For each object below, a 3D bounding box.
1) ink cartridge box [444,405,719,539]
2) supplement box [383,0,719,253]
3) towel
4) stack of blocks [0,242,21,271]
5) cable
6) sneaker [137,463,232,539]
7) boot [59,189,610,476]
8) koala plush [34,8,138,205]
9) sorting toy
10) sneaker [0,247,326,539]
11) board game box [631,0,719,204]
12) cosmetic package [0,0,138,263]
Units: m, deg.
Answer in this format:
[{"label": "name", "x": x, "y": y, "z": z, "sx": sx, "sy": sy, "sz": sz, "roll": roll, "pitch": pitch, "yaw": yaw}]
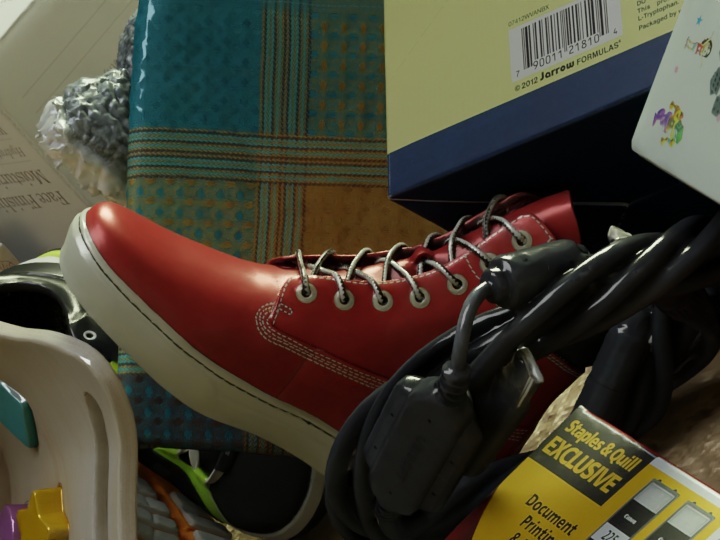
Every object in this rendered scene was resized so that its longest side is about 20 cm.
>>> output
[{"label": "ink cartridge box", "x": 0.100, "y": 0.121, "z": 0.776, "sx": 0.176, "sy": 0.084, "sz": 0.200, "roll": -44, "pitch": 23, "yaw": -7}, {"label": "supplement box", "x": 0.123, "y": -0.123, "z": 1.001, "sx": 0.199, "sy": 0.134, "sz": 0.201, "roll": -21, "pitch": 57, "yaw": 35}, {"label": "towel", "x": -0.025, "y": -0.023, "z": 1.050, "sx": 0.022, "sy": 0.146, "sz": 0.201, "roll": 142, "pitch": 132, "yaw": -75}, {"label": "stack of blocks", "x": -0.214, "y": 0.046, "z": 1.352, "sx": 0.059, "sy": 0.115, "sz": 0.200, "roll": -52, "pitch": 26, "yaw": -23}, {"label": "cable", "x": 0.065, "y": 0.039, "z": 0.906, "sx": 0.163, "sy": 0.051, "sz": 0.200, "roll": -28, "pitch": -22, "yaw": -27}, {"label": "sneaker", "x": -0.106, "y": 0.126, "z": 1.115, "sx": 0.077, "sy": 0.078, "sz": 0.200, "roll": -59, "pitch": 21, "yaw": 10}, {"label": "boot", "x": 0.000, "y": 0.000, "z": 0.958, "sx": 0.144, "sy": 0.200, "sz": 0.073, "roll": -49, "pitch": 24, "yaw": 22}, {"label": "koala plush", "x": -0.029, "y": -0.053, "z": 1.129, "sx": 0.177, "sy": 0.200, "sz": 0.184, "roll": -43, "pitch": 23, "yaw": -5}, {"label": "sorting toy", "x": -0.135, "y": 0.102, "z": 0.989, "sx": 0.180, "sy": 0.106, "sz": 0.201, "roll": -16, "pitch": 73, "yaw": 57}, {"label": "sneaker", "x": -0.099, "y": 0.057, "z": 1.103, "sx": 0.200, "sy": 0.083, "sz": 0.072, "roll": 32, "pitch": 112, "yaw": 31}, {"label": "board game box", "x": 0.192, "y": -0.020, "z": 0.787, "sx": 0.065, "sy": 0.147, "sz": 0.200, "roll": -70, "pitch": 23, "yaw": 10}, {"label": "cosmetic package", "x": -0.124, "y": -0.078, "z": 1.318, "sx": 0.165, "sy": 0.200, "sz": 0.165, "roll": -4, "pitch": 43, "yaw": 55}]
